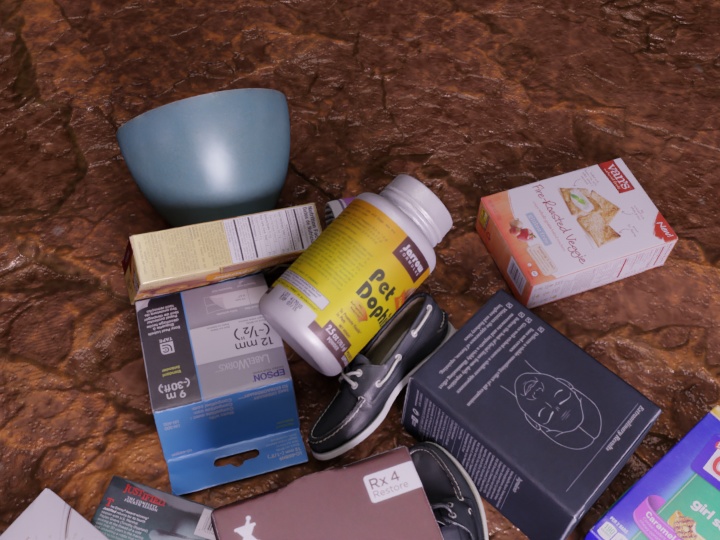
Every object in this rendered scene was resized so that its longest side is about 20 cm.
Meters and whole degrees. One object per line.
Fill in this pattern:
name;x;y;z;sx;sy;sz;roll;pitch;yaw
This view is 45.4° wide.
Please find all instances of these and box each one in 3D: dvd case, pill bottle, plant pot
dvd case;-0.202;0.299;0.777;0.144;0.022;0.202;15;56;7
pill bottle;0.000;0.000;0.863;0.109;0.109;0.200;38;77;22
plant pot;-0.166;-0.110;0.988;0.198;0.200;0.136;-14;89;-13

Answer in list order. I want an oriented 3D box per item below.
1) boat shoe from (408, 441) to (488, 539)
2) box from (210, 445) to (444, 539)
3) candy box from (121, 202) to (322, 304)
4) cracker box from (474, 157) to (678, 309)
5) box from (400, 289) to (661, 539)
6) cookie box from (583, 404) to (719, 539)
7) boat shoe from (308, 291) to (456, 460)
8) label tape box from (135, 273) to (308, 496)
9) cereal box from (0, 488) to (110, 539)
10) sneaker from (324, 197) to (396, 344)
boat shoe;0.075;0.246;0.788;0.074;0.066;0.201;-23;59;19
box;-0.015;0.277;0.693;0.164;0.201;0.165;-15;57;-13
candy box;-0.149;-0.017;0.925;0.198;0.115;0.056;-13;83;-22
cracker box;0.254;-0.047;1.026;0.198;0.058;0.135;-16;57;-15
box;0.163;0.146;0.853;0.199;0.108;0.148;39;61;23
cookie box;0.331;0.255;0.803;0.199;0.076;0.171;-34;62;-25
boat shoe;0.012;0.104;0.877;0.200;0.061;0.075;-45;26;-21
label tape box;-0.144;0.112;0.887;0.142;0.066;0.201;-12;54;-11
cereal box;-0.249;0.302;0.734;0.199;0.040;0.144;31;59;18
sneaker;0.035;-0.009;0.981;0.113;0.073;0.202;-7;57;-14
